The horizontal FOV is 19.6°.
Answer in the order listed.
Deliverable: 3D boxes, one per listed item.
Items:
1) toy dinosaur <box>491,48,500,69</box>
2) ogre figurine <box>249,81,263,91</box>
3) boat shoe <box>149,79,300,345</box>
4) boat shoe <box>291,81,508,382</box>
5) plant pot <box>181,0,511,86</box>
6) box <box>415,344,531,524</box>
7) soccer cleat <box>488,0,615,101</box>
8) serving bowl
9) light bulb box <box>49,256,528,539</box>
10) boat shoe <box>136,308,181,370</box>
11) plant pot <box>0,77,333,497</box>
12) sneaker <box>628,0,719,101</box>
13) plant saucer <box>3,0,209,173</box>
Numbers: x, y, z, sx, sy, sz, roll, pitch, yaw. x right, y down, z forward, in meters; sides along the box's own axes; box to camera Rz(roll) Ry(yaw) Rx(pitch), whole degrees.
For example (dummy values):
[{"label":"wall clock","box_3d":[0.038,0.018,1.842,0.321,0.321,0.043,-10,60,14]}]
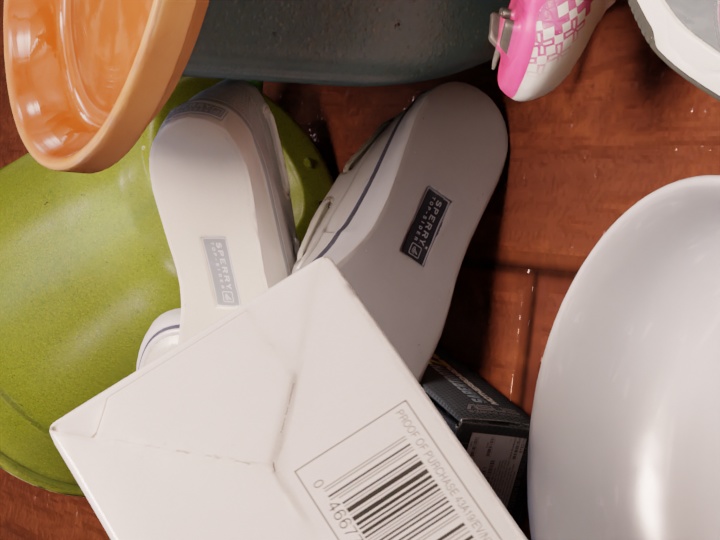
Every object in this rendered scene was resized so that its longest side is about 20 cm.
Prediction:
[{"label":"toy dinosaur","box_3d":[0.068,-0.179,0.869,0.077,0.200,0.102,13,57,52]},{"label":"ogre figurine","box_3d":[-0.088,-0.171,1.198,0.120,0.098,0.201,126,154,-61]},{"label":"boat shoe","box_3d":[-0.056,0.005,1.001,0.072,0.069,0.201,-2,117,25]},{"label":"boat shoe","box_3d":[0.000,0.000,0.958,0.066,0.072,0.201,-17,44,57]},{"label":"plant pot","box_3d":[-0.023,-0.177,0.963,0.196,0.199,0.198,15,97,61]},{"label":"box","box_3d":[0.006,0.134,0.997,0.158,0.051,0.201,39,117,59]},{"label":"soccer cleat","box_3d":[0.112,-0.157,0.819,0.070,0.086,0.201,-127,53,-83]},{"label":"serving bowl","box_3d":[0.139,0.069,0.747,0.200,0.065,0.201,-23,63,58]},{"label":"light bulb box","box_3d":[-0.002,0.139,0.791,0.199,0.124,0.200,55,171,25]},{"label":"boat shoe","box_3d":[-0.079,0.119,1.070,0.070,0.070,0.201,-71,-21,-61]},{"label":"plant pot","box_3d":[-0.116,-0.006,1.139,0.193,0.200,0.201,-36,52,39]},{"label":"sneaker","box_3d":[0.167,-0.100,0.710,0.200,0.083,0.121,54,136,42]},{"label":"plant saucer","box_3d":[-0.101,-0.139,0.857,0.200,0.032,0.202,-25,61,59]}]
